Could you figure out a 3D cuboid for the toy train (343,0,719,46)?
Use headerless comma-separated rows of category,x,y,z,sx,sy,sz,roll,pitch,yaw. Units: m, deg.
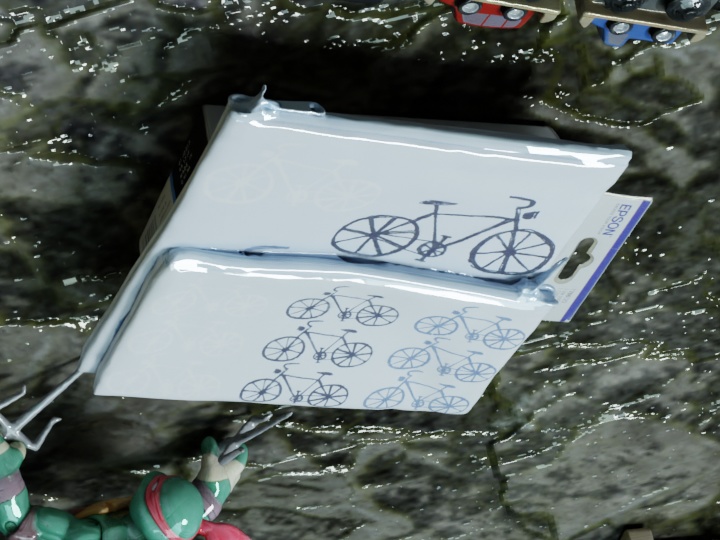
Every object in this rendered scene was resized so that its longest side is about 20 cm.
toy train,0.052,-0.112,1.078,0.199,0.034,0.046,5,147,-25

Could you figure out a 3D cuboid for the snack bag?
snack bag,0.000,0.000,1.172,0.188,0.021,0.200,6,143,-24

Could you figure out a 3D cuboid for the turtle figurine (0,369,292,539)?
turtle figurine,-0.128,0.119,1.314,0.149,0.101,0.200,19,141,-39

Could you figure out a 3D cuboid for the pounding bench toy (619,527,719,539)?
pounding bench toy,0.211,0.241,1.577,0.155,0.125,0.200,-3,146,-15

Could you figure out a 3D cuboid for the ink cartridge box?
ink cartridge box,0.014,-0.022,1.196,0.199,0.039,0.100,4,143,-22
